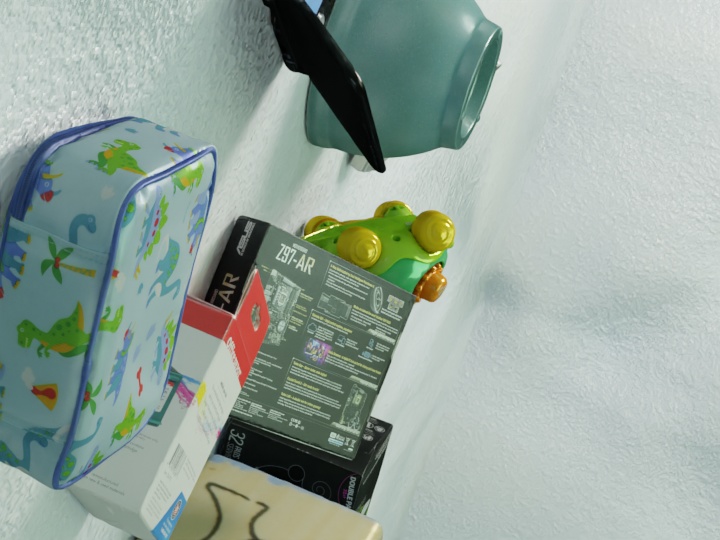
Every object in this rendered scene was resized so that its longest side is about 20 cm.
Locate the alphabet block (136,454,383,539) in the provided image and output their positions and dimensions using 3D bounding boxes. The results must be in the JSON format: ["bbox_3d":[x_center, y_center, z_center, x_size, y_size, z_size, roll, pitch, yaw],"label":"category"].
[{"bbox_3d":[-0.112,0.320,1.355,0.200,0.194,0.198,-47,153,-62],"label":"alphabet block"}]

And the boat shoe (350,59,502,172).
[{"bbox_3d":[0.072,-0.168,1.568,0.200,0.068,0.072,-48,178,-19],"label":"boat shoe"}]

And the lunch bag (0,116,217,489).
[{"bbox_3d":[-0.153,0.015,0.868,0.161,0.082,0.201,-41,150,-66],"label":"lunch bag"}]

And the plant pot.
[{"bbox_3d":[0.051,-0.188,1.365,0.200,0.133,0.202,20,90,-79],"label":"plant pot"}]

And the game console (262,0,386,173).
[{"bbox_3d":[-0.008,-0.196,1.107,0.200,0.116,0.177,71,42,-74],"label":"game console"}]

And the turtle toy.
[{"bbox_3d":[0.000,0.000,1.424,0.146,0.198,0.102,-157,-124,-70],"label":"turtle toy"}]

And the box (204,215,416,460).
[{"bbox_3d":[-0.053,0.061,1.280,0.199,0.043,0.161,25,84,-45],"label":"box"}]

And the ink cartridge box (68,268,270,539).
[{"bbox_3d":[-0.140,0.094,1.118,0.116,0.067,0.201,86,27,-67],"label":"ink cartridge box"}]

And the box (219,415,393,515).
[{"bbox_3d":[-0.072,0.240,1.514,0.124,0.147,0.201,-48,156,-66],"label":"box"}]
